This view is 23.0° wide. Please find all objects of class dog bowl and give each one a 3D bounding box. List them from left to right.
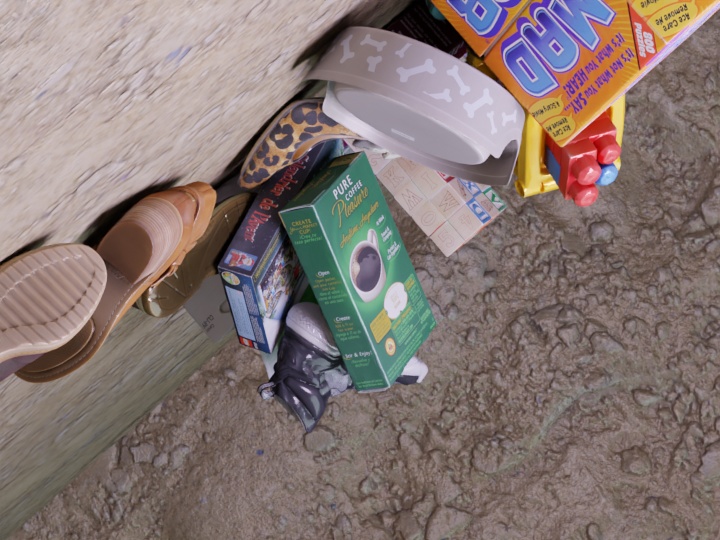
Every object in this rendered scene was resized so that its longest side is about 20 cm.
[{"bbox_3d":[0.050,-0.141,1.504,0.200,0.199,0.059,119,-3,-83],"label":"dog bowl"}]

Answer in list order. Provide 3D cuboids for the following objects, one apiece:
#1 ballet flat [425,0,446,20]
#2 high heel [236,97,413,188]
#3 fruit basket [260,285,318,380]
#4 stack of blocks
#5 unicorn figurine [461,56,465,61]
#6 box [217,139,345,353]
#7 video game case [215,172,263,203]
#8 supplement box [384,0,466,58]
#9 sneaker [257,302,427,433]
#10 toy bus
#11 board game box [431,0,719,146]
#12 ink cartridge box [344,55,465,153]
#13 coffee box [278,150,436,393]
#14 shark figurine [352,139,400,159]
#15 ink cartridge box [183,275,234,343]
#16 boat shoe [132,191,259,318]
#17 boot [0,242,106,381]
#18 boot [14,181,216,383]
[{"bbox_3d":[0.146,-0.290,1.612,0.200,0.070,0.068,-42,142,-22],"label":"ballet flat"},{"bbox_3d":[-0.010,-0.106,1.638,0.200,0.143,0.071,-42,179,15],"label":"high heel"},{"bbox_3d":[-0.030,0.052,1.898,0.185,0.094,0.200,-42,156,-13],"label":"fruit basket"},{"bbox_3d":[0.064,-0.120,1.882,0.059,0.200,0.115,-42,176,27],"label":"stack of blocks"},{"bbox_3d":[0.091,-0.241,1.859,0.201,0.074,0.137,-56,166,9],"label":"unicorn figurine"},{"bbox_3d":[-0.070,-0.039,1.726,0.137,0.037,0.201,80,32,-55],"label":"box"},{"bbox_3d":[-0.143,-0.057,1.830,0.200,0.023,0.182,-39,176,-44],"label":"video game case"},{"bbox_3d":[0.092,-0.246,1.731,0.200,0.061,0.109,-42,177,-12],"label":"supplement box"},{"bbox_3d":[-0.023,0.107,1.784,0.199,0.075,0.114,22,104,-47],"label":"sneaker"},{"bbox_3d":[0.173,-0.159,1.555,0.135,0.193,0.201,-15,137,-12],"label":"toy bus"},{"bbox_3d":[0.195,-0.263,1.409,0.200,0.200,0.200,-40,177,-25],"label":"board game box"},{"bbox_3d":[0.035,-0.194,2.013,0.200,0.042,0.119,-39,177,-5],"label":"ink cartridge box"},{"bbox_3d":[0.000,0.000,1.698,0.044,0.201,0.123,-10,-155,33],"label":"coffee box"},{"bbox_3d":[0.099,-0.163,1.740,0.127,0.090,0.214,-2,-170,36],"label":"shark figurine"},{"bbox_3d":[-0.091,-0.030,1.892,0.200,0.083,0.145,-40,177,-42],"label":"ink cartridge box"},{"bbox_3d":[-0.161,-0.025,1.649,0.200,0.064,0.074,-39,138,-51],"label":"boat shoe"},{"bbox_3d":[-0.290,0.057,1.314,0.200,0.073,0.166,-42,-170,-30],"label":"boot"},{"bbox_3d":[-0.208,0.003,1.488,0.200,0.077,0.155,-50,178,23],"label":"boot"}]
